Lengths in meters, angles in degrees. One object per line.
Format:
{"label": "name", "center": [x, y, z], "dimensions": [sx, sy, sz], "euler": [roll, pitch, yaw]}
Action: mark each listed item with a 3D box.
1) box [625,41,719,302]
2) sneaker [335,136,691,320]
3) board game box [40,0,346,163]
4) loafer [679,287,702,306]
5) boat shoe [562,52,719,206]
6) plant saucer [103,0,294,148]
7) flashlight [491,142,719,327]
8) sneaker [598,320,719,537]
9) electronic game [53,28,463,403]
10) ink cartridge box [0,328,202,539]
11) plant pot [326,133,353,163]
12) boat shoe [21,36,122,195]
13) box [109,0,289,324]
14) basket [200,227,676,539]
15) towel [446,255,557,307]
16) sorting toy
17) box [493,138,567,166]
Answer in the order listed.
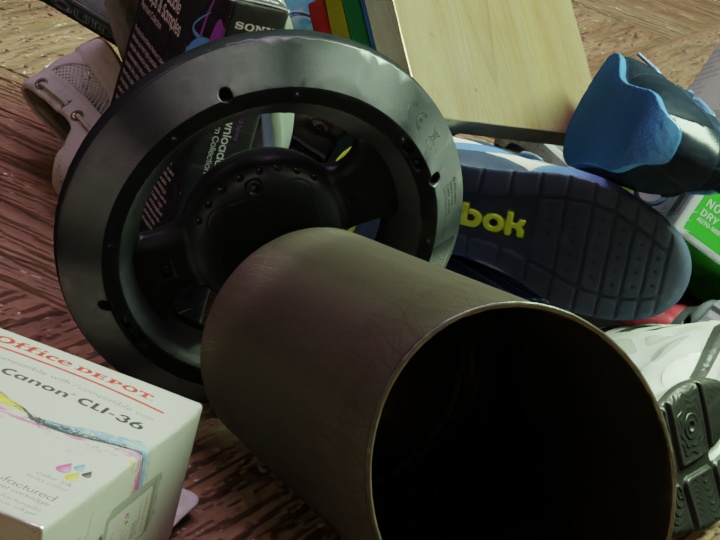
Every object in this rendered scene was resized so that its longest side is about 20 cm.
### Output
{"label": "box", "center": [0.239, -0.069, 1.522], "dimensions": [0.097, 0.177, 0.200], "euler": [36, -6, -6]}
{"label": "sneaker", "center": [0.086, -0.031, 1.403], "dimensions": [0.200, 0.074, 0.082], "euler": [19, 14, 10]}
{"label": "board game box", "center": [-0.074, -0.166, 1.555], "dimensions": [0.200, 0.135, 0.028], "euler": [31, -22, 1]}
{"label": "loafer", "center": [0.139, 0.006, 1.518], "dimensions": [0.200, 0.063, 0.072], "euler": [23, 19, 21]}
{"label": "boat shoe", "center": [0.159, -0.066, 1.424], "dimensions": [0.069, 0.084, 0.200], "euler": [24, 14, -10]}
{"label": "plant saucer", "center": [-0.081, -0.133, 1.437], "dimensions": [0.050, 0.201, 0.200], "euler": [-23, 35, -23]}
{"label": "flashlight", "center": [0.143, 0.003, 1.454], "dimensions": [0.200, 0.068, 0.068], "euler": [34, -13, 25]}
{"label": "sneaker", "center": [0.139, 0.081, 1.326], "dimensions": [0.115, 0.076, 0.200], "euler": [-3, 19, 34]}
{"label": "electronic game", "center": [-0.047, -0.022, 1.226], "dimensions": [0.200, 0.200, 0.042], "euler": [8, 27, -23]}
{"label": "ink cartridge box", "center": [-0.143, 0.080, 1.054], "dimensions": [0.116, 0.068, 0.200], "euler": [20, 19, 13]}
{"label": "plant pot", "center": [-0.045, -0.129, 1.648], "dimensions": [0.200, 0.135, 0.200], "euler": [14, 18, -5]}
{"label": "boat shoe", "center": [-0.142, -0.056, 1.477], "dimensions": [0.069, 0.071, 0.200], "euler": [-24, 42, -11]}
{"label": "box", "center": [-0.094, -0.061, 1.299], "dimensions": [0.036, 0.200, 0.143], "euler": [8, 20, -22]}
{"label": "basket", "center": [0.021, 0.060, 1.140], "dimensions": [0.200, 0.136, 0.180], "euler": [31, -20, 55]}
{"label": "towel", "center": [0.000, 0.000, 1.389], "dimensions": [0.200, 0.024, 0.145], "euler": [1, 22, -41]}
{"label": "sorting toy", "center": [0.041, -0.166, 1.499], "dimensions": [0.069, 0.201, 0.199], "euler": [-21, -13, 33]}
{"label": "box", "center": [0.195, -0.044, 1.735], "dimensions": [0.158, 0.048, 0.200], "euler": [7, 20, -23]}
